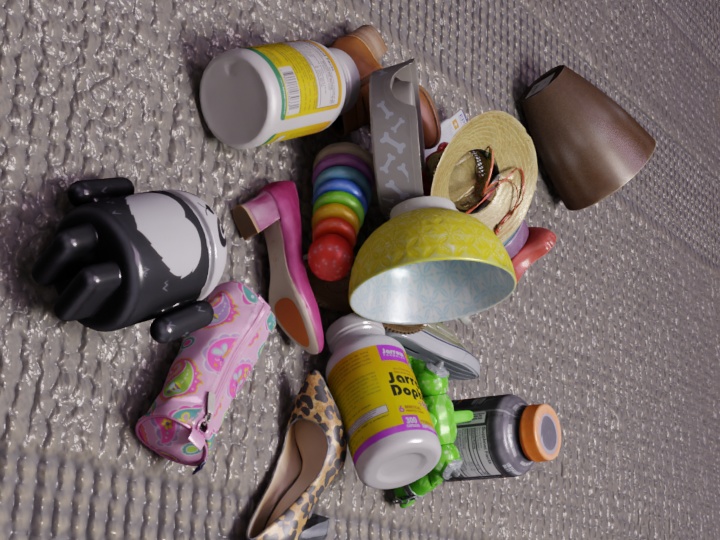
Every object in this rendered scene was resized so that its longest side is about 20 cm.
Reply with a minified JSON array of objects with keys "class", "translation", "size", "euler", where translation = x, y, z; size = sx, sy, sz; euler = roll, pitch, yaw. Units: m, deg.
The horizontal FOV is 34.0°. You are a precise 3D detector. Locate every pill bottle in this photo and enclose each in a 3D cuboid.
[{"class":"pill bottle","translation":[0.019,0.149,1.403],"size":[0.104,0.104,0.202],"euler":[28,32,-47]},{"class":"pill bottle","translation":[0.160,0.219,1.539],"size":[0.106,0.198,0.108],"euler":[19,66,-50]},{"class":"pill bottle","translation":[-0.087,-0.212,1.389],"size":[0.199,0.112,0.114],"euler":[-23,100,-53]}]

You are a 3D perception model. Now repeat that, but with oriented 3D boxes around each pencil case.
[{"class":"pencil case","translation":[-0.157,0.108,1.232],"size":[0.088,0.087,0.201],"euler":[54,42,-30]}]

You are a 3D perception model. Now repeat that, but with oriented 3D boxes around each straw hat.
[{"class":"straw hat","translation":[0.132,-0.119,1.519],"size":[0.199,0.085,0.204],"euler":[-20,121,-36]}]

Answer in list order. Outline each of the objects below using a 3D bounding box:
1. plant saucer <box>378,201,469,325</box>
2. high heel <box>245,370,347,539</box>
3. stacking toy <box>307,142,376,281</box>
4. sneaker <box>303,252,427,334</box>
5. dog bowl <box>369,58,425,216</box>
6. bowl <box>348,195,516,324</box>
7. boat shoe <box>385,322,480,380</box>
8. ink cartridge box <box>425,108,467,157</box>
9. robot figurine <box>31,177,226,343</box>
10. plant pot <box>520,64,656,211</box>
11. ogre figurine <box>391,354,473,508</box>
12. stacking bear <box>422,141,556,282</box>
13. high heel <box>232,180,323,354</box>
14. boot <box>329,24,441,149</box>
[{"class":"plant saucer","translation":[0.099,-0.022,1.555],"size":[0.201,0.050,0.200],"euler":[55,5,-6]},{"class":"high heel","translation":[-0.078,0.215,1.318],"size":[0.142,0.071,0.203],"euler":[4,87,-60]},{"class":"stacking toy","translation":[-0.029,-0.063,1.420],"size":[0.086,0.085,0.201],"euler":[51,31,-32]},{"class":"sneaker","translation":[0.000,0.000,1.493],"size":[0.199,0.070,0.109],"euler":[26,42,-31]},{"class":"dog bowl","translation":[0.048,-0.158,1.456],"size":[0.200,0.058,0.203],"euler":[-4,90,-85]},{"class":"bowl","translation":[0.079,-0.022,1.378],"size":[0.199,0.198,0.109],"euler":[23,55,-49]},{"class":"boat shoe","translation":[0.099,0.095,1.599],"size":[0.199,0.071,0.063],"euler":[32,56,-43]},{"class":"ink cartridge box","translation":[0.127,-0.108,1.716],"size":[0.200,0.043,0.198],"euler":[-43,114,-50]},{"class":"robot figurine","translation":[-0.217,-0.013,1.145],"size":[0.199,0.124,0.153],"euler":[-18,108,-54]},{"class":"plant pot","translation":[0.362,-0.237,1.984],"size":[0.200,0.186,0.187],"euler":[49,43,-14]},{"class":"ogre figurine","translation":[0.072,0.189,1.488],"size":[0.097,0.119,0.203],"euler":[22,64,-36]},{"class":"stacking bear","translation":[0.155,-0.082,1.626],"size":[0.121,0.114,0.200],"euler":[-44,109,-7]},{"class":"high heel","translation":[-0.074,-0.006,1.393],"size":[0.096,0.067,0.202],"euler":[-31,93,-42]},{"class":"boot","translation":[0.015,-0.214,1.565],"size":[0.201,0.073,0.155],"euler":[51,43,-12]}]
